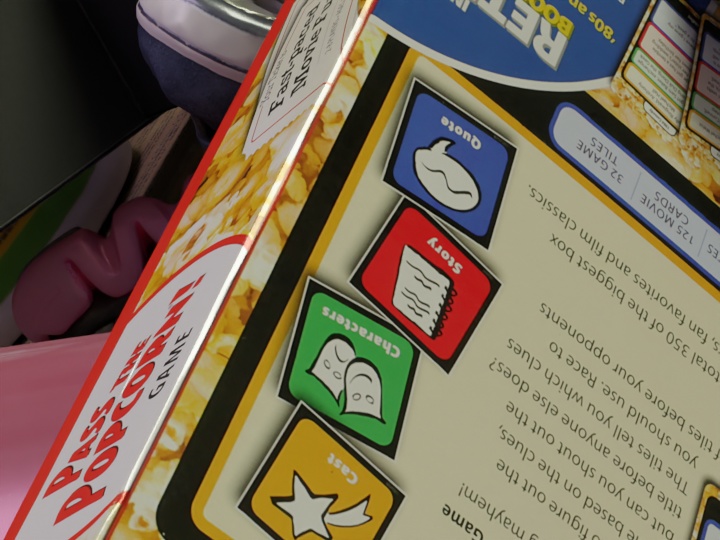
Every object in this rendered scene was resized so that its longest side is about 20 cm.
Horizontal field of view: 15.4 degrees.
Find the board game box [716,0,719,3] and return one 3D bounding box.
[{"bbox_3d":[0.035,-0.104,0.620,0.048,0.200,0.102,-36,57,17],"label":"board game box"}]

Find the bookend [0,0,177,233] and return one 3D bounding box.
[{"bbox_3d":[-0.074,-0.068,0.752,0.200,0.092,0.199,-14,21,50],"label":"bookend"}]

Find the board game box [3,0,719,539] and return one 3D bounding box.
[{"bbox_3d":[0.032,0.030,0.481,0.046,0.151,0.201,-32,26,48],"label":"board game box"}]

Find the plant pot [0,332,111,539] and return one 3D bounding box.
[{"bbox_3d":[-0.060,0.095,0.562,0.178,0.200,0.200,-21,31,31],"label":"plant pot"}]

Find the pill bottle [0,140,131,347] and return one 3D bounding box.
[{"bbox_3d":[-0.185,-0.060,0.891,0.111,0.200,0.111,-46,17,18],"label":"pill bottle"}]

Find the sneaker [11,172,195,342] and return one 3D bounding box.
[{"bbox_3d":[0.000,0.000,0.780,0.199,0.096,0.079,-29,-14,10],"label":"sneaker"}]

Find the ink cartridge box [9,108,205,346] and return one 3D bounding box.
[{"bbox_3d":[-0.078,0.020,0.921,0.165,0.075,0.201,-30,28,54],"label":"ink cartridge box"}]

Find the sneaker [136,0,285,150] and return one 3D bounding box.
[{"bbox_3d":[-0.011,0.008,0.627,0.147,0.077,0.202,-63,-25,6],"label":"sneaker"}]
